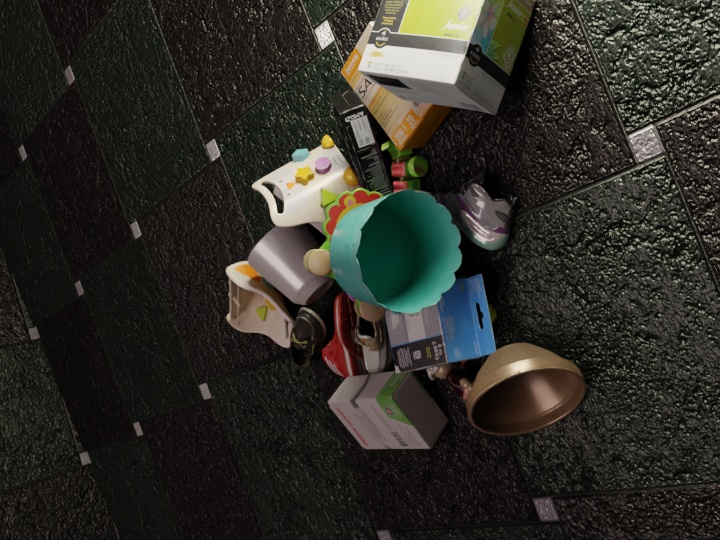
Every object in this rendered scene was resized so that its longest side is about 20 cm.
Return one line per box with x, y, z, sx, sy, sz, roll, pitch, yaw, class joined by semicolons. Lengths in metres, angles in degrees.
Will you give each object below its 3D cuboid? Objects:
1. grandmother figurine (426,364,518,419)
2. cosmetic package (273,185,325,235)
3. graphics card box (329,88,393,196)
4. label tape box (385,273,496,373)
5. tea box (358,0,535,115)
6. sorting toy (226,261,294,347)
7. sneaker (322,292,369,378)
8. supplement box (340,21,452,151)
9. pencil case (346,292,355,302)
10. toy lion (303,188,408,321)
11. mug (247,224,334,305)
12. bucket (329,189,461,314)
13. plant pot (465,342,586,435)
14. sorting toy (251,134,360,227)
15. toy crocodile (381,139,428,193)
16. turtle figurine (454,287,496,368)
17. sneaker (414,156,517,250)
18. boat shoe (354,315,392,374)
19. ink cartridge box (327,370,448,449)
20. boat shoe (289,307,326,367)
0.203;0.220;1.577;0.200;0.061;0.121;38;158;23;grandmother figurine
-0.084;-0.135;1.752;0.200;0.083;0.051;40;133;31;cosmetic package
0.004;-0.222;1.562;0.125;0.051;0.200;-113;1;-63;graphics card box
0.137;0.097;1.512;0.200;0.066;0.143;-20;76;48;label tape box
0.134;-0.369;1.334;0.200;0.134;0.197;20;91;40;tea box
-0.214;0.087;1.936;0.180;0.107;0.200;44;150;21;sorting toy
-0.050;0.143;1.823;0.115;0.078;0.200;3;106;45;sneaker
0.066;-0.331;1.520;0.200;0.073;0.126;55;136;18;supplement box
0.000;0.000;1.649;0.200;0.088;0.088;-115;23;-68;pencil case
0.008;-0.038;1.521;0.200;0.192;0.069;42;174;-9;toy lion
-0.130;-0.008;1.834;0.149;0.187;0.153;-46;77;11;mug
0.054;-0.030;1.431;0.135;0.207;0.207;1;106;64;bucket
0.271;0.188;1.437;0.093;0.201;0.201;-101;30;-41;plant pot
-0.109;-0.160;1.655;0.200;0.180;0.107;56;163;31;sorting toy
0.088;-0.148;1.572;0.067;0.062;0.200;2;106;51;toy crocodile
0.165;0.079;1.575;0.161;0.064;0.200;-34;79;48;turtle figurine
0.181;-0.136;1.470;0.200;0.078;0.140;25;120;22;sneaker
0.021;0.129;1.746;0.075;0.068;0.200;17;117;43;boat shoe
0.054;0.285;1.721;0.200;0.084;0.146;-14;119;48;ink cartridge box
-0.120;0.151;1.858;0.072;0.061;0.201;32;152;16;boat shoe
